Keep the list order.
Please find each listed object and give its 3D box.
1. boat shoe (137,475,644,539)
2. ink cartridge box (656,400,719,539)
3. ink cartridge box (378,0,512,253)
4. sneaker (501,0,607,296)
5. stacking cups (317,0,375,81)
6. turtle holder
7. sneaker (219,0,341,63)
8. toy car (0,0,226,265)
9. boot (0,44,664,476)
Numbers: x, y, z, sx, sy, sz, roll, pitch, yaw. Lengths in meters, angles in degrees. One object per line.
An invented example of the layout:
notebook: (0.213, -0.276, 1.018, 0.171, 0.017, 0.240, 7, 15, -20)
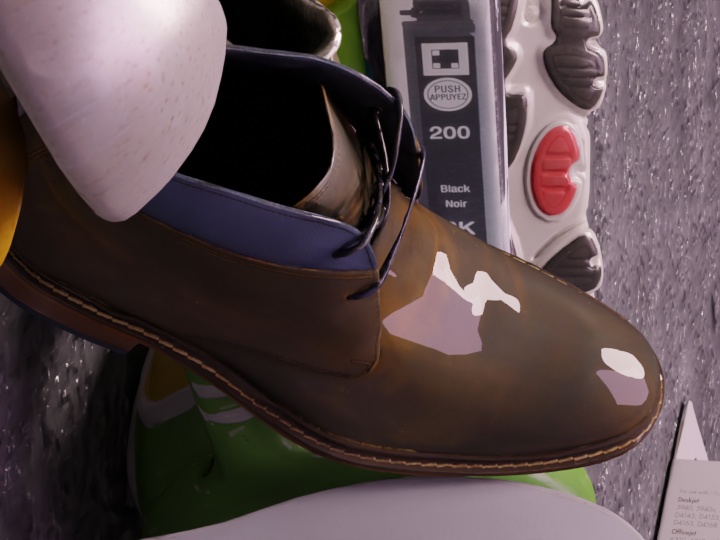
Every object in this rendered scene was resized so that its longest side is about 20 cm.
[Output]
boat shoe: (-0.019, 0.102, 0.797, 0.069, 0.199, 0.057, -107, -167, -49)
ink cartridge box: (0.200, 0.183, 1.619, 0.116, 0.066, 0.201, 67, 31, -50)
ink cartridge box: (0.022, -0.131, 0.971, 0.201, 0.043, 0.199, 82, 5, -50)
sneaker: (0.052, -0.031, 1.143, 0.083, 0.080, 0.201, -125, -138, -70)
stacking cups: (-0.016, -0.046, 0.963, 0.061, 0.060, 0.201, -67, 154, -46)
turtle holder: (-0.016, 0.048, 0.898, 0.185, 0.141, 0.132, 18, 48, -35)
sneaker: (-0.040, -0.066, 0.814, 0.077, 0.088, 0.200, -49, 148, -5)
toy car: (-0.132, -0.066, 0.509, 0.150, 0.174, 0.200, 63, 0, 33)
boot: (0.000, 0.000, 0.769, 0.097, 0.199, 0.075, 134, -30, -65)
